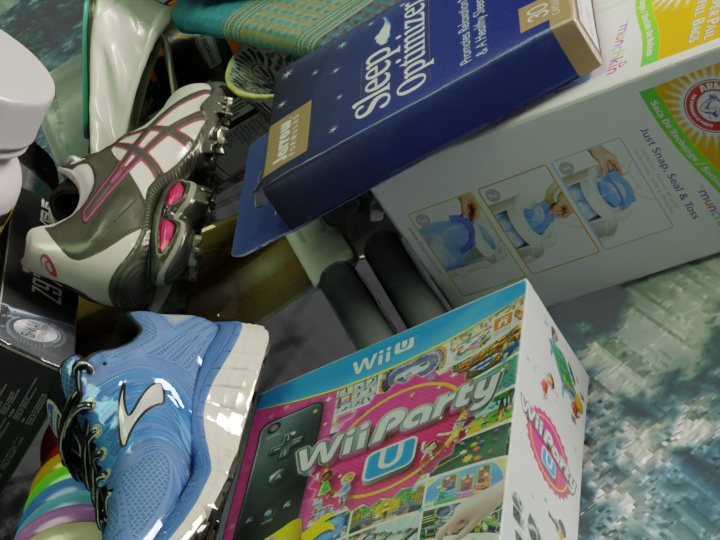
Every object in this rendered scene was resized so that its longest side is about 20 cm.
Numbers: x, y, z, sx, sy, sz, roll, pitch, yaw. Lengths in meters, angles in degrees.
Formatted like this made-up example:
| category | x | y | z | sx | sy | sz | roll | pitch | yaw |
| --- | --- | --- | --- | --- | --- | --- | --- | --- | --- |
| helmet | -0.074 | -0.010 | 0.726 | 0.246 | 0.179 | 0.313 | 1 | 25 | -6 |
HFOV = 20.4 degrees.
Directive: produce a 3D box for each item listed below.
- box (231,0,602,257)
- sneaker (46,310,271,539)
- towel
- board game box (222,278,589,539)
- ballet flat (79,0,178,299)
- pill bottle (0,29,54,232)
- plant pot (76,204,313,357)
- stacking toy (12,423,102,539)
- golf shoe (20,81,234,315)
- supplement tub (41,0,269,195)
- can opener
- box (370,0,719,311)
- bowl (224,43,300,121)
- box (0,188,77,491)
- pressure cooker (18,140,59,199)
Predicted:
| category | x | y | z | sx | sy | sz | roll | pitch | yaw |
| --- | --- | --- | --- | --- | --- | --- | --- | --- | --- |
| box | 0.018 | -0.087 | 0.951 | 0.199 | 0.032 | 0.121 | -29 | 27 | 18 |
| sneaker | -0.099 | 0.087 | 0.863 | 0.201 | 0.088 | 0.079 | -79 | 5 | -57 |
| towel | -0.008 | -0.164 | 1.120 | 0.146 | 0.022 | 0.199 | -37 | 30 | -20 |
| board game box | 0.015 | 0.108 | 0.823 | 0.147 | 0.064 | 0.201 | -25 | 27 | 23 |
| ballet flat | -0.139 | -0.067 | 1.189 | 0.069 | 0.202 | 0.069 | 6 | 3 | 0 |
| pill bottle | -0.238 | -0.028 | 0.997 | 0.201 | 0.114 | 0.115 | -58 | 19 | 20 |
| plant pot | -0.097 | 0.011 | 1.110 | 0.199 | 0.028 | 0.200 | -25 | 15 | 7 |
| stacking toy | -0.131 | 0.119 | 0.973 | 0.085 | 0.086 | 0.200 | -32 | 21 | 7 |
| golf shoe | -0.116 | -0.050 | 1.053 | 0.087 | 0.078 | 0.200 | 11 | 29 | -1 |
| supplement tub | -0.093 | -0.116 | 1.265 | 0.199 | 0.123 | 0.123 | -28 | 26 | 14 |
| can opener | 0.000 | 0.000 | 0.989 | 0.052 | 0.067 | 0.200 | -36 | 42 | 4 |
| box | 0.120 | -0.067 | 0.945 | 0.199 | 0.102 | 0.113 | -19 | 31 | 32 |
| bowl | 0.032 | -0.110 | 1.121 | 0.199 | 0.095 | 0.201 | -22 | 23 | 10 |
| box | -0.212 | 0.078 | 1.059 | 0.201 | 0.043 | 0.161 | -56 | 20 | 23 |
| pressure cooker | -0.289 | 0.002 | 1.217 | 0.178 | 0.175 | 0.202 | -5 | 65 | 54 |
